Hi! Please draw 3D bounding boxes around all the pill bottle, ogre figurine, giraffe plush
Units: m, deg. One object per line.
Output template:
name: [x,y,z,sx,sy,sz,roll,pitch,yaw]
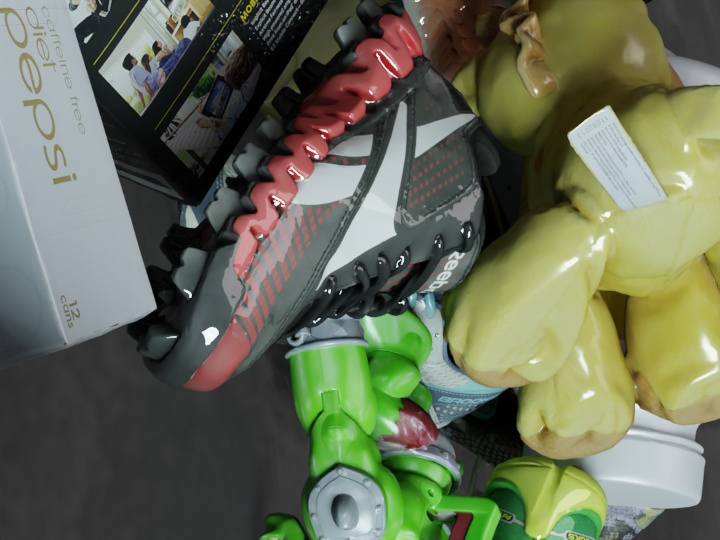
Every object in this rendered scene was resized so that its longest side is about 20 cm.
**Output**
pill bottle: [0.128,0.007,0.894,0.112,0.111,0.202,32,61,-61]
ogre figurine: [0.007,0.087,0.772,0.201,0.097,0.121,99,-7,-51]
giraffe plush: [0.100,-0.047,0.784,0.201,0.171,0.163,71,1,-45]

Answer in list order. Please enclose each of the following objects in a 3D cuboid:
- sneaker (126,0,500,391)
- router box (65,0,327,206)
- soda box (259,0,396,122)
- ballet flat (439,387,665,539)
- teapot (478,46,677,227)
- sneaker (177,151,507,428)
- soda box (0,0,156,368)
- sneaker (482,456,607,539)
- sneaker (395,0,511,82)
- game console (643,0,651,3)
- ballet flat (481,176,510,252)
sneaker: [-0.007,-0.015,0.669,0.098,0.071,0.201,43,43,-7]
router box: [-0.059,-0.148,0.691,0.201,0.051,0.149,-59,143,-14]
soda box: [-0.025,-0.171,0.920,0.064,0.067,0.202,31,47,-62]
ballet flat: [0.061,0.082,0.947,0.199,0.072,0.072,34,31,-8]
teapot: [0.101,-0.040,1.033,0.145,0.199,0.200,-7,103,-44]
sneaker: [0.000,0.000,0.819,0.200,0.086,0.078,41,40,-40]
soda box: [-0.130,-0.070,0.573,0.064,0.067,0.202,-25,99,-68]
sneaker: [0.064,0.169,0.858,0.201,0.073,0.084,92,19,-44]
sneaker: [0.028,-0.183,0.860,0.080,0.071,0.201,-112,-171,-52]
game console: [0.055,-0.203,0.920,0.201,0.116,0.176,64,5,13]
ballet flat: [0.030,-0.065,0.944,0.072,0.067,0.202,70,2,-68]
